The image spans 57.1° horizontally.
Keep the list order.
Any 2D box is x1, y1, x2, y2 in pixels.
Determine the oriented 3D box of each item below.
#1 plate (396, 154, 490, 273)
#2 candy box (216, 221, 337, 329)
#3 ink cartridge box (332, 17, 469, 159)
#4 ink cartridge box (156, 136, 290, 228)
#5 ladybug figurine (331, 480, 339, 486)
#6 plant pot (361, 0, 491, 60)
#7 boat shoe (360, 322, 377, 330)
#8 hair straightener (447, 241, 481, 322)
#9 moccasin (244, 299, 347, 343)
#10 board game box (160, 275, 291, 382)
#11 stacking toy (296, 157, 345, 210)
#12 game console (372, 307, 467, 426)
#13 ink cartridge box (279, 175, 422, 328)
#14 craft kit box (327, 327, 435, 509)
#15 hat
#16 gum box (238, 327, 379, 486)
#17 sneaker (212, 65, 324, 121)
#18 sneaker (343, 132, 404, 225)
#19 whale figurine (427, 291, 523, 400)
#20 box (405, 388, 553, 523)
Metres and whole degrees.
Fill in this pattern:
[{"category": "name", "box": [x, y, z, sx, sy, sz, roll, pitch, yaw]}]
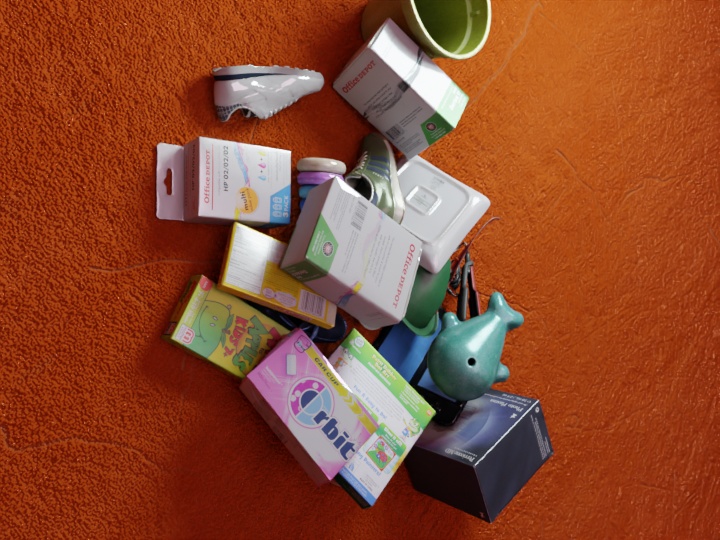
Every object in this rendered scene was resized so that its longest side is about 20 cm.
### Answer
[{"category": "plate", "box": [0.108, -0.118, 1.182, 0.197, 0.033, 0.201, 33, 61, 18]}, {"category": "candy box", "box": [-0.119, 0.011, 1.013, 0.196, 0.026, 0.105, 23, 58, -28]}, {"category": "ink cartridge box", "box": [0.068, -0.311, 1.150, 0.199, 0.146, 0.084, 39, 62, -17]}, {"category": "ink cartridge box", "box": [-0.204, -0.131, 1.002, 0.195, 0.067, 0.120, 2, 86, -36]}, {"category": "ladybug figurine", "box": [-0.013, 0.297, 1.119, 0.198, 0.071, 0.139, 33, 69, -31]}, {"category": "plant pot", "box": [0.101, -0.453, 1.179, 0.196, 0.182, 0.208, 3, 86, -37]}, {"category": "boat shoe", "box": [0.000, 0.000, 1.154, 0.068, 0.064, 0.207, -11, 101, -1]}, {"category": "hair straightener", "box": [0.191, 0.024, 1.268, 0.075, 0.041, 0.205, 15, 53, -14]}, {"category": "moccasin", "box": [-0.097, 0.074, 1.071, 0.196, 0.067, 0.083, 22, 75, -34]}, {"category": "board game box", "box": [-0.192, 0.103, 1.011, 0.198, 0.047, 0.104, 36, 67, -30]}, {"category": "stacking toy", "box": [-0.071, -0.079, 1.101, 0.083, 0.084, 0.208, 3, 91, -36]}, {"category": "game console", "box": [0.135, 0.149, 1.217, 0.202, 0.169, 0.120, -54, 143, -25]}, {"category": "ink cartridge box", "box": [-0.009, -0.023, 1.031, 0.198, 0.087, 0.149, 33, 62, -27]}, {"category": "craft kit box", "box": [-0.004, 0.233, 1.064, 0.200, 0.049, 0.198, 45, 59, 1]}, {"category": "hat", "box": [0.149, -0.010, 1.153, 0.164, 0.174, 0.205, 33, 39, -39]}, {"category": "gum box", "box": [-0.080, 0.198, 0.981, 0.113, 0.066, 0.201, -38, 86, -32]}, {"category": "sneaker", "box": [-0.146, -0.286, 1.063, 0.195, 0.076, 0.083, -12, 106, -32]}, {"category": "sneaker", "box": [0.013, -0.163, 1.133, 0.087, 0.068, 0.205, 5, 54, -25]}, {"category": "whale figurine", "box": [0.205, 0.131, 1.150, 0.159, 0.104, 0.200, 45, 83, 3]}, {"category": "box", "box": [0.208, 0.319, 1.202, 0.196, 0.197, 0.126, -33, 111, -33]}]
